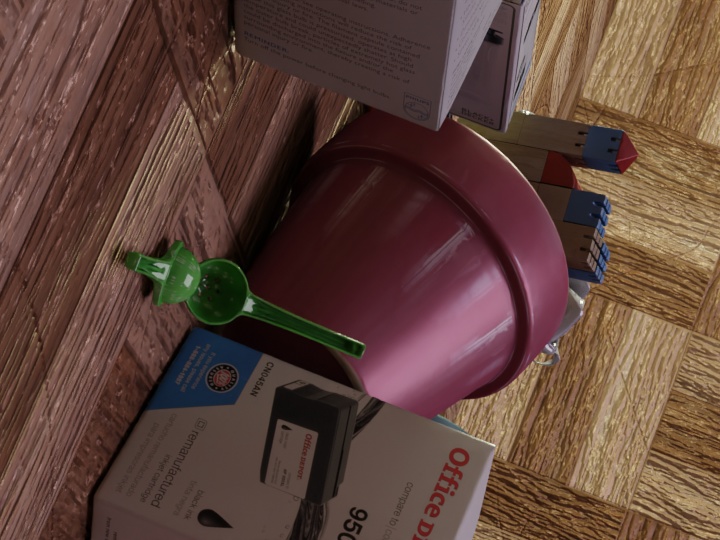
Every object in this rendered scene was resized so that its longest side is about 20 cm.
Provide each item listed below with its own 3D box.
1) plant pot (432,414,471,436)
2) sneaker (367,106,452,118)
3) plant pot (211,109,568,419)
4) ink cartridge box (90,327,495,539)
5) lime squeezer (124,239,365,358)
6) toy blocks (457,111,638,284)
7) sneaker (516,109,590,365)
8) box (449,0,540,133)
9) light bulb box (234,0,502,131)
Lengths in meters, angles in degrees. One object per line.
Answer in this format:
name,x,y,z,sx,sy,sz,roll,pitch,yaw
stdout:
plant pot,-0.001,0.193,1.477,0.200,0.199,0.189,82,32,-73
sneaker,0.033,-0.076,1.490,0.078,0.082,0.202,-43,153,-73
plant pot,0.007,0.023,1.260,0.179,0.199,0.201,-42,156,-38
ink cartridge box,-0.038,0.139,1.136,0.085,0.198,0.145,102,11,-47
lime squeezer,-0.082,0.014,1.046,0.038,0.071,0.200,-54,143,8
toy blocks,0.122,-0.033,1.417,0.100,0.136,0.202,48,57,-64
sneaker,0.133,-0.021,1.540,0.075,0.114,0.201,-56,166,-69
box,0.062,-0.176,1.324,0.200,0.116,0.061,84,28,-70
light bulb box,0.028,-0.218,0.977,0.201,0.124,0.199,95,18,-58
